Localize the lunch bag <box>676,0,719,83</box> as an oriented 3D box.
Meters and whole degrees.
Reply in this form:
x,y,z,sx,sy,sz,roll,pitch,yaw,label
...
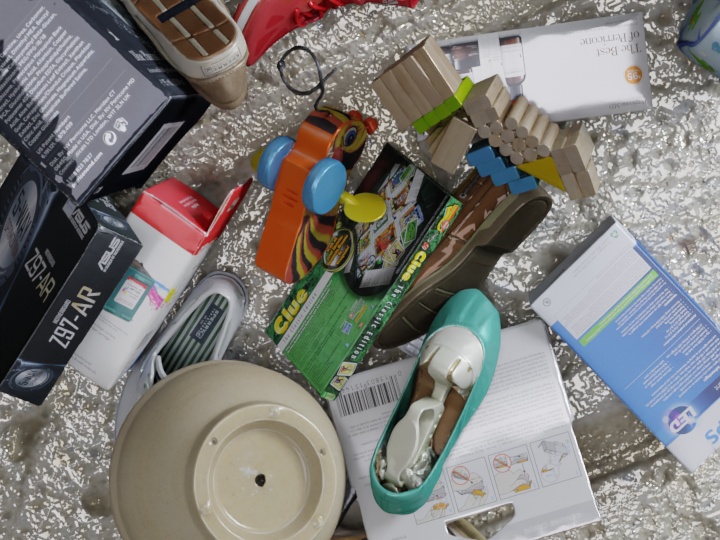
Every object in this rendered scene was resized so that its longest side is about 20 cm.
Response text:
x,y,z,sx,sy,sz,roll,pitch,yaw,label
0.333,-0.236,1.132,0.082,0.161,0.201,34,99,-1,lunch bag

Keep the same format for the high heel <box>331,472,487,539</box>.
x,y,z,sx,sy,sz,roll,pitch,yaw,label
0.035,0.270,1.275,0.199,0.071,0.143,34,94,16,high heel

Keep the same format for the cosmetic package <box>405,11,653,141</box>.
x,y,z,sx,sy,sz,roll,pitch,yaw,label
0.141,-0.162,1.217,0.197,0.051,0.084,-8,99,6,cosmetic package

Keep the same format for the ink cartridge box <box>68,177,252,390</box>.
x,y,z,sx,sy,sz,roll,pitch,yaw,label
-0.177,-0.008,1.235,0.067,0.116,0.201,34,100,-2,ink cartridge box

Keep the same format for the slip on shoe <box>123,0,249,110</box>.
x,y,z,sx,sy,sz,roll,pitch,yaw,label
-0.142,-0.206,1.192,0.076,0.200,0.061,-31,138,-8,slip on shoe

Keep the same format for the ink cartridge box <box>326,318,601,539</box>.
x,y,z,sx,sy,sz,roll,pitch,yaw,label
0.086,0.154,1.238,0.198,0.045,0.178,-17,79,4,ink cartridge box

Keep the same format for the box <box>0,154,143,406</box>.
x,y,z,sx,sy,sz,roll,pitch,yaw,label
-0.268,-0.008,1.210,0.043,0.200,0.161,26,104,-37,box

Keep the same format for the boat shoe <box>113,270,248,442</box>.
x,y,z,sx,sy,sz,roll,pitch,yaw,label
-0.166,0.090,1.274,0.073,0.067,0.202,26,100,1,boat shoe

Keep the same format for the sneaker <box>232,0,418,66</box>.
x,y,z,sx,sy,sz,roll,pitch,yaw,label
-0.019,-0.231,1.208,0.115,0.078,0.201,37,101,0,sneaker

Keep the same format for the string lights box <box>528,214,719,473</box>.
x,y,z,sx,sy,sz,roll,pitch,yaw,label
0.248,0.062,1.236,0.103,0.059,0.200,-44,93,10,string lights box

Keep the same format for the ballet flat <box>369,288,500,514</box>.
x,y,z,sx,sy,sz,roll,pitch,yaw,label
0.063,0.106,1.191,0.067,0.070,0.202,22,83,13,ballet flat

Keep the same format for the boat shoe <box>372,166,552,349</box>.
x,y,z,sx,sy,sz,roll,pitch,yaw,label
0.074,-0.017,1.241,0.200,0.072,0.068,-42,61,11,boat shoe

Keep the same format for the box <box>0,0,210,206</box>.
x,y,z,sx,sy,sz,roll,pitch,yaw,label
-0.238,-0.168,1.176,0.200,0.197,0.118,43,99,-2,box

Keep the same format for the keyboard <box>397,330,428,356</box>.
x,y,z,sx,sy,sz,roll,pitch,yaw,label
0.080,0.065,1.276,0.199,0.011,0.057,33,100,-1,keyboard

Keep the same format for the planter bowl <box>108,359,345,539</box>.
x,y,z,sx,sy,sz,roll,pitch,yaw,label
-0.095,0.171,1.174,0.198,0.135,0.203,2,83,-20,planter bowl

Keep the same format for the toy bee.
x,y,z,sx,sy,sz,roll,pitch,yaw,label
-0.025,-0.089,1.221,0.131,0.108,0.201,46,129,16,toy bee

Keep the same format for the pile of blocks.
x,y,z,sx,sy,sz,roll,pitch,yaw,label
0.105,-0.117,1.176,0.199,0.062,0.082,32,123,1,pile of blocks

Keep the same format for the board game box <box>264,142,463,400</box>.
x,y,z,sx,sy,sz,roll,pitch,yaw,label
0.000,0.000,1.235,0.201,0.023,0.105,-56,47,11,board game box
